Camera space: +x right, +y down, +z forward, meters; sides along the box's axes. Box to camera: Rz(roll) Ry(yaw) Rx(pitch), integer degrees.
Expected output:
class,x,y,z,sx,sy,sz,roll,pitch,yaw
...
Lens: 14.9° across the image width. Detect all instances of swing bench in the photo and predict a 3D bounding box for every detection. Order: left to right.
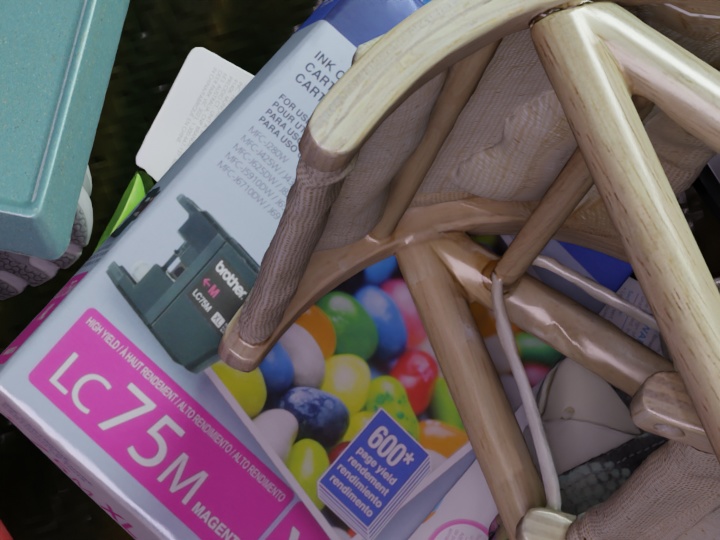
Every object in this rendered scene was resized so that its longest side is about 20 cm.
class,x,y,z,sx,sy,sz,roll,pitch,yaw
swing bench,0.078,0.027,0.672,0.130,0.199,0.200,-39,84,-16

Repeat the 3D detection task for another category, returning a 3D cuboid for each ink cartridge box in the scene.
class,x,y,z,sx,sy,sz,roll,pitch,yaw
ink cartridge box,0.000,0.000,0.794,0.119,0.042,0.200,43,74,-8

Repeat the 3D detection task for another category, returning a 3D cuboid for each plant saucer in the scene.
class,x,y,z,sx,sy,sz,roll,pitch,yaw
plant saucer,-0.096,-0.104,0.796,0.070,0.019,0.200,11,72,6

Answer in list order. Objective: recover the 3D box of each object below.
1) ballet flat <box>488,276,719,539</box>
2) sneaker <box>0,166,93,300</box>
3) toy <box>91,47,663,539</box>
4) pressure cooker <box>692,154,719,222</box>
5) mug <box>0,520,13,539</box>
class,x,y,z,sx,sy,sz,roll,pitch,yaw
ballet flat,0.098,0.044,0.808,0.200,0.069,0.071,-30,80,-12
sneaker,-0.164,-0.019,0.860,0.200,0.082,0.075,-15,141,24
toy,0.008,0.030,0.839,0.200,0.047,0.115,28,83,-13
pressure cooker,0.167,-0.075,0.727,0.178,0.200,0.176,-16,84,-16
mug,-0.160,0.085,0.811,0.177,0.134,0.200,3,128,-7
